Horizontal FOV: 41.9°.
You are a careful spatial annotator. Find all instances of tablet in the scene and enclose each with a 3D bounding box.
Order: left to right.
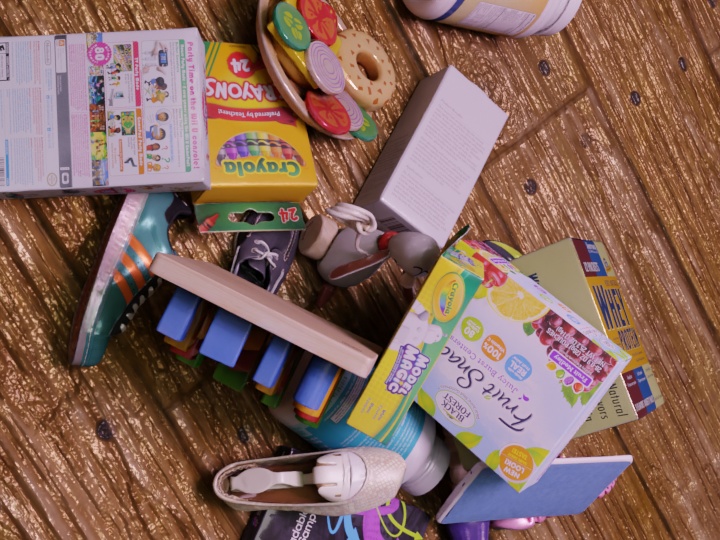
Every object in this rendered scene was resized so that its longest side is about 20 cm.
[{"bbox_3d":[0.194,0.243,1.052,0.199,0.130,0.014,2,48,-23],"label":"tablet"}]

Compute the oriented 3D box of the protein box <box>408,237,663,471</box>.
[{"bbox_3d":[0.194,0.091,1.044,0.135,0.200,0.199,0,69,-61],"label":"protein box"}]

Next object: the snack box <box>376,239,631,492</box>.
[{"bbox_3d":[0.141,0.093,0.958,0.169,0.200,0.068,-57,156,17],"label":"snack box"}]

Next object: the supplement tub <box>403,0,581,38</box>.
[{"bbox_3d":[0.161,-0.365,1.149,0.199,0.144,0.145,3,83,-30],"label":"supplement tub"}]

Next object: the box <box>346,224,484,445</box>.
[{"bbox_3d":[0.059,0.052,0.867,0.048,0.117,0.200,28,100,3],"label":"box"}]

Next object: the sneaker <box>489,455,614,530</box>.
[{"bbox_3d":[0.236,0.253,1.173,0.200,0.079,0.096,-12,79,-32],"label":"sneaker"}]

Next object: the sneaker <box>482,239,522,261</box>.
[{"bbox_3d":[0.185,0.058,1.161,0.081,0.074,0.200,-27,97,-26],"label":"sneaker"}]

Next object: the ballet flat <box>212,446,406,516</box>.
[{"bbox_3d":[-0.054,0.214,0.945,0.199,0.062,0.068,-10,69,11],"label":"ballet flat"}]

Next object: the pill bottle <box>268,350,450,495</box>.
[{"bbox_3d":[0.005,0.162,1.020,0.200,0.111,0.111,40,67,-20],"label":"pill bottle"}]

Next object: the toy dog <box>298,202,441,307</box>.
[{"bbox_3d":[0.000,0.000,0.996,0.132,0.200,0.097,20,84,-10],"label":"toy dog"}]

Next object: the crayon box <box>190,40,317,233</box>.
[{"bbox_3d":[-0.121,-0.141,0.988,0.127,0.051,0.201,-4,73,-31],"label":"crayon box"}]

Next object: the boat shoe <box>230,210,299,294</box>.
[{"bbox_3d":[-0.105,0.001,1.001,0.073,0.063,0.200,29,70,-23],"label":"boat shoe"}]

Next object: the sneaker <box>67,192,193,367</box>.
[{"bbox_3d":[-0.223,0.007,0.927,0.080,0.071,0.201,24,72,-22],"label":"sneaker"}]

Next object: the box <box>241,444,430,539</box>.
[{"bbox_3d":[-0.029,0.296,1.029,0.200,0.036,0.143,30,70,-22],"label":"box"}]

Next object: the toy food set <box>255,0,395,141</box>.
[{"bbox_3d":[-0.039,-0.231,1.030,0.200,0.049,0.198,51,35,-27],"label":"toy food set"}]

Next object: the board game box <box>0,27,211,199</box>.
[{"bbox_3d":[-0.246,-0.146,0.888,0.199,0.064,0.148,-3,86,-3],"label":"board game box"}]

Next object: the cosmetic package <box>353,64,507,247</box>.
[{"bbox_3d":[0.084,-0.131,1.120,0.101,0.071,0.200,37,68,-21],"label":"cosmetic package"}]

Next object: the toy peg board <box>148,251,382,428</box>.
[{"bbox_3d":[-0.092,0.074,0.853,0.200,0.199,0.098,26,90,4],"label":"toy peg board"}]

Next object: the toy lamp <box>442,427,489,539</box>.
[{"bbox_3d":[0.114,0.235,1.107,0.058,0.058,0.201,-11,89,-31],"label":"toy lamp"}]
